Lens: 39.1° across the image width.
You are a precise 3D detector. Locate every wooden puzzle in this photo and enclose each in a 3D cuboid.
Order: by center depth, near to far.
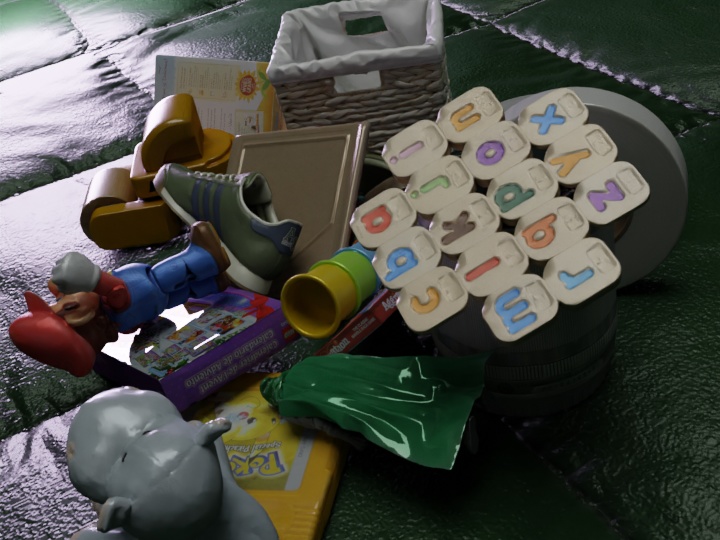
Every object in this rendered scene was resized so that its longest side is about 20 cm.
[{"bbox_3d":[-0.076,-0.058,1.046,0.200,0.037,0.186,-2,71,39],"label":"wooden puzzle"}]

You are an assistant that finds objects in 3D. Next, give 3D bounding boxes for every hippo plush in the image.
[{"bbox_3d":[-0.138,0.170,0.678,0.159,0.161,0.200,-44,57,-15],"label":"hippo plush"}]

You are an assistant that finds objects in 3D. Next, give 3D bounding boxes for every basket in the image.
[{"bbox_3d":[0.009,-0.220,1.207,0.197,0.161,0.200,-7,34,8],"label":"basket"}]

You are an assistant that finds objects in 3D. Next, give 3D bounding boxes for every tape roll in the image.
[{"bbox_3d":[0.197,-0.069,0.929,0.202,0.203,0.037,0,33,18],"label":"tape roll"}]

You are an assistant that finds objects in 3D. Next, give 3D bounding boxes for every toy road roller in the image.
[{"bbox_3d":[-0.240,-0.121,1.195,0.199,0.146,0.123,-12,32,0],"label":"toy road roller"}]

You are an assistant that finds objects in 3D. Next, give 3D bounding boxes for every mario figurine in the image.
[{"bbox_3d":[-0.223,0.012,0.915,0.200,0.124,0.106,-26,34,-23],"label":"mario figurine"}]

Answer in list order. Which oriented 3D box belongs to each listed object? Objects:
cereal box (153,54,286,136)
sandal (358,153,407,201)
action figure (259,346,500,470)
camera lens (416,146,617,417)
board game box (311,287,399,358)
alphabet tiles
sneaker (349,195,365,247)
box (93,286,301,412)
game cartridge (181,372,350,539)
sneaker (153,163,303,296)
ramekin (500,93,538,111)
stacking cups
[{"bbox_3d":[-0.182,-0.199,1.302,0.199,0.144,0.039,12,13,31],"label":"cereal box"},{"bbox_3d":[0.041,-0.075,1.108,0.201,0.080,0.057,17,56,36],"label":"sandal"},{"bbox_3d":[0.004,0.103,0.811,0.199,0.055,0.118,4,42,29],"label":"action figure"},{"bbox_3d":[0.131,0.000,0.845,0.159,0.201,0.160,-8,33,5],"label":"camera lens"},{"bbox_3d":[0.030,0.022,0.924,0.103,0.019,0.200,-44,-2,38],"label":"board game box"},{"bbox_3d":[0.098,-0.044,0.738,0.195,0.015,0.200,-31,59,2],"label":"alphabet tiles"},{"bbox_3d":[-0.065,-0.076,1.109,0.200,0.077,0.091,30,96,39],"label":"sneaker"},{"bbox_3d":[-0.164,0.064,0.949,0.137,0.039,0.200,-32,23,-27],"label":"box"},{"bbox_3d":[-0.100,0.158,0.835,0.176,0.033,0.200,-2,32,15],"label":"game cartridge"},{"bbox_3d":[-0.128,-0.066,1.021,0.090,0.067,0.200,-52,56,13],"label":"sneaker"},{"bbox_3d":[0.215,-0.103,1.053,0.202,0.095,0.203,-1,34,1],"label":"ramekin"},{"bbox_3d":[0.000,0.000,0.941,0.060,0.061,0.200,6,21,25],"label":"stacking cups"}]
